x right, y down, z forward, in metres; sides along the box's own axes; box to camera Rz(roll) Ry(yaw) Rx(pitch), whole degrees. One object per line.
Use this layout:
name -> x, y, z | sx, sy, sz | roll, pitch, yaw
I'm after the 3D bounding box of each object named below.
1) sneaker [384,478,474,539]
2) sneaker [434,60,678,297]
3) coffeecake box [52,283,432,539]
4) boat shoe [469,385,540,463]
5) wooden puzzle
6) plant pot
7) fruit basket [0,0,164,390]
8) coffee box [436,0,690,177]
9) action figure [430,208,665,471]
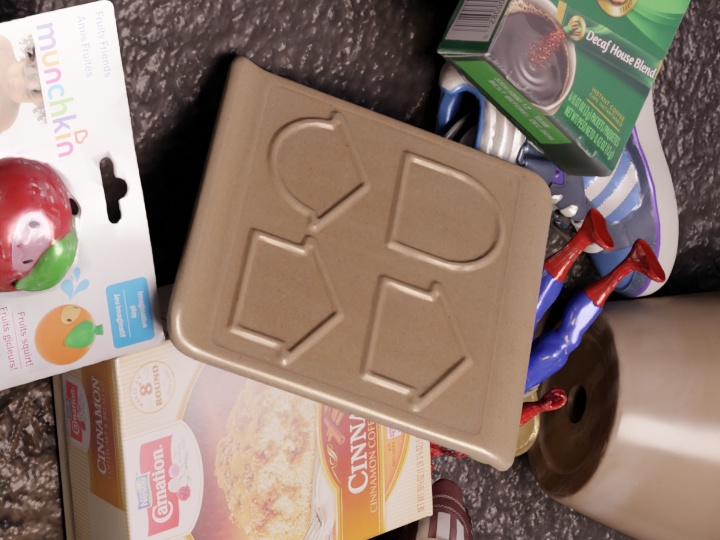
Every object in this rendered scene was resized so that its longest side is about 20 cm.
sneaker -> 0.031, 0.203, 1.526 | 0.075, 0.116, 0.201 | 17, 129, -6
sneaker -> 0.099, -0.054, 1.484 | 0.146, 0.080, 0.201 | -24, 122, -24
coffeecake box -> -0.062, 0.082, 1.399 | 0.199, 0.073, 0.155 | -17, 115, -33
boat shoe -> 0.063, 0.039, 1.493 | 0.073, 0.063, 0.201 | -38, 126, -23
wooden puzzle -> 0.000, 0.000, 1.354 | 0.199, 0.046, 0.186 | 23, 54, -15
plant pot -> 0.200, 0.092, 1.561 | 0.173, 0.200, 0.201 | 10, 100, -23
fruit basket -> -0.196, -0.018, 1.225 | 0.199, 0.094, 0.186 | -13, 115, -14
coffee box -> 0.128, -0.168, 1.400 | 0.123, 0.044, 0.201 | 41, 67, -37
action figure -> 0.084, 0.056, 1.451 | 0.065, 0.052, 0.200 | 27, 119, -33
